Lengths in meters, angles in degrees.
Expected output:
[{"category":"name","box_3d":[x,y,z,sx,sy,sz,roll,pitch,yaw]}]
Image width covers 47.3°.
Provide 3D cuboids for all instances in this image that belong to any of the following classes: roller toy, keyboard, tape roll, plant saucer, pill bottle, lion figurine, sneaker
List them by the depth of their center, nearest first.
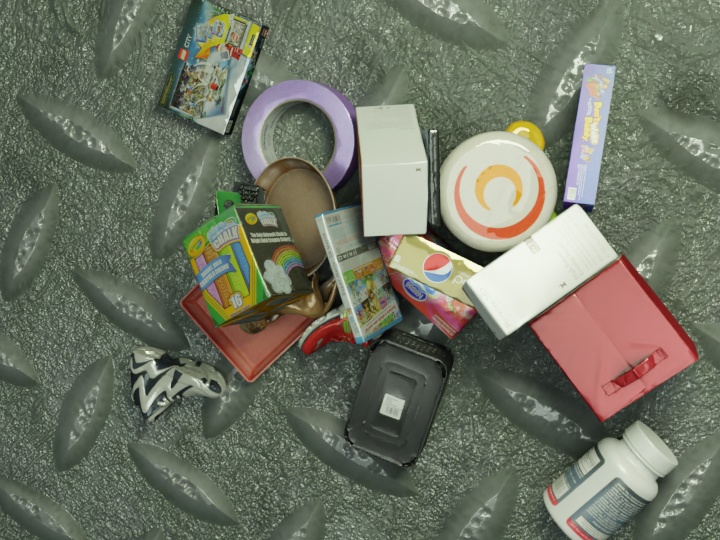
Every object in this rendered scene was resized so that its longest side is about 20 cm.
[{"category":"roller toy","box_3d":[0.209,-0.127,1.295,0.182,0.140,0.201,-8,97,4]},{"category":"pill bottle","box_3d":[0.405,0.342,1.327,0.120,0.120,0.200,44,106,4]},{"category":"plant saucer","box_3d":[-0.107,-0.084,1.342,0.200,0.034,0.201,2,94,38]},{"category":"keyboard","box_3d":[-0.215,-0.051,1.398,0.127,0.021,0.201,12,98,39]},{"category":"tape roll","box_3d":[-0.098,-0.220,1.398,0.199,0.066,0.201,2,100,14]},{"category":"lion figurine","box_3d":[-0.118,0.049,1.401,0.199,0.072,0.123,0,85,22]},{"category":"sneaker","box_3d":[-0.019,0.100,1.416,0.200,0.077,0.085,-33,80,17]},{"category":"plant saucer","box_3d":[-0.193,0.065,1.482,0.200,0.037,0.200,-43,87,17]},{"category":"sneaker","box_3d":[-0.346,0.231,1.526,0.199,0.079,0.130,16,103,12]}]

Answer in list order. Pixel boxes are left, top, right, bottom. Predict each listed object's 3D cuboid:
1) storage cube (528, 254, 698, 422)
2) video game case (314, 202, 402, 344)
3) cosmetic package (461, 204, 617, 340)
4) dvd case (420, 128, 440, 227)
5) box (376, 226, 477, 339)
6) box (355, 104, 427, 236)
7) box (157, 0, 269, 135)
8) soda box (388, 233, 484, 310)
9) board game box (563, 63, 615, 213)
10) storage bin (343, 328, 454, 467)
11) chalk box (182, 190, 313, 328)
[{"category":"storage cube","box_3d":[0.385,0.097,1.259,0.171,0.200,0.180,-39,81,17]},{"category":"video game case","box_3d":[0.000,0.000,1.268,0.018,0.143,0.201,-17,93,28]},{"category":"cosmetic package","box_3d":[0.257,0.003,1.193,0.200,0.074,0.102,-36,81,-5]},{"category":"dvd case","box_3d":[0.104,-0.147,1.289,0.017,0.200,0.143,-2,98,-2]},{"category":"box","box_3d":[0.116,0.006,1.362,0.200,0.095,0.100,43,107,5]},{"category":"box","box_3d":[0.046,-0.159,1.276,0.097,0.200,0.125,-3,125,-1]},{"category":"box","box_3d":[-0.257,-0.355,1.432,0.136,0.038,0.200,25,104,9]},{"category":"soda box","box_3d":[0.146,0.011,1.268,0.200,0.068,0.064,26,90,5]},{"category":"board game box","box_3d":[0.342,-0.193,1.236,0.045,0.134,0.201,9,91,14]},{"category":"storage bin","box_3d":[0.066,0.216,1.410,0.135,0.094,0.201,20,102,11]},{"category":"chalk box","box_3d":[-0.185,-0.028,1.297,0.124,0.125,0.200,-29,77,29]}]
